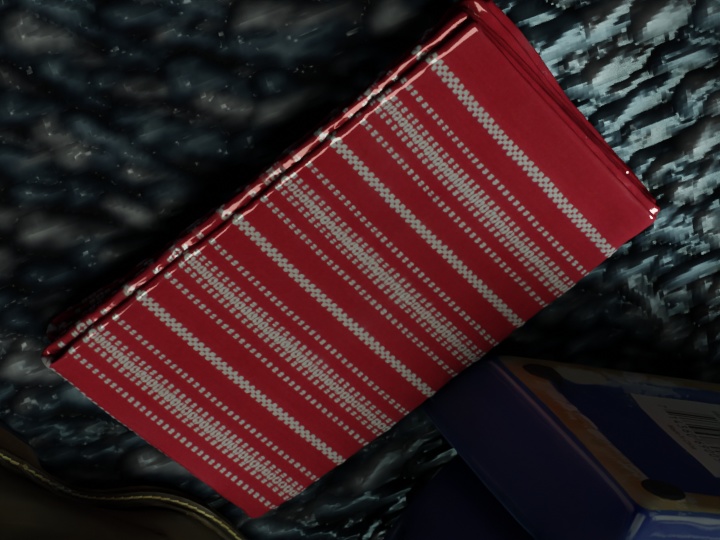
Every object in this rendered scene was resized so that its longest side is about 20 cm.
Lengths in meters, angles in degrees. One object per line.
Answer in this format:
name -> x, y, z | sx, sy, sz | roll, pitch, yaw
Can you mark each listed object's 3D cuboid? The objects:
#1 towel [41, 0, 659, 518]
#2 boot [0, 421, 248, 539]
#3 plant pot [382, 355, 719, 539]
towel -> 0.000, 0.000, 0.970 | 0.200, 0.023, 0.145 | -38, 136, 10
boot -> -0.092, 0.126, 0.979 | 0.199, 0.097, 0.075 | 28, 112, -39
plant pot -> 0.112, 0.144, 1.013 | 0.199, 0.200, 0.181 | 8, 107, -23
